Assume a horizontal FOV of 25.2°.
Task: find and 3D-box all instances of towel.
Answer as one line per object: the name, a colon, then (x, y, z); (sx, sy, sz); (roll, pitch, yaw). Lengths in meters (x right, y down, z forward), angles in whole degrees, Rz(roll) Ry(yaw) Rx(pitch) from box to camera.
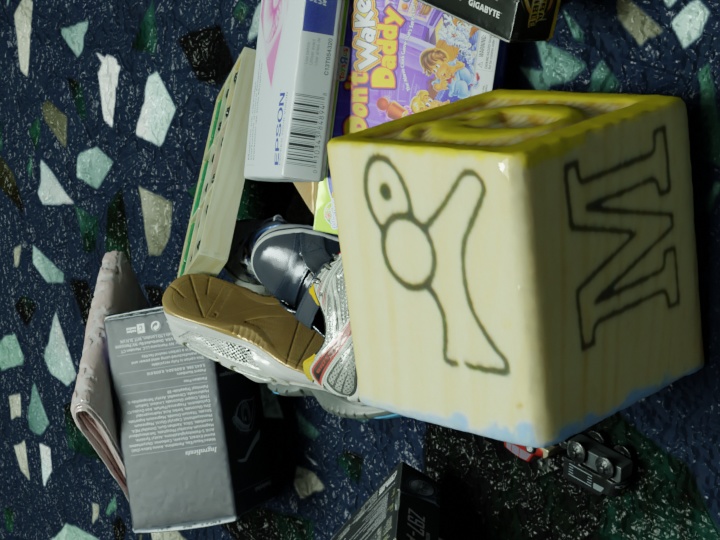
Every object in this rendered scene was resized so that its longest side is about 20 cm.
towel: (-0.222, 0.115, 1.545); (0.201, 0.032, 0.192); (-88, -15, -46)

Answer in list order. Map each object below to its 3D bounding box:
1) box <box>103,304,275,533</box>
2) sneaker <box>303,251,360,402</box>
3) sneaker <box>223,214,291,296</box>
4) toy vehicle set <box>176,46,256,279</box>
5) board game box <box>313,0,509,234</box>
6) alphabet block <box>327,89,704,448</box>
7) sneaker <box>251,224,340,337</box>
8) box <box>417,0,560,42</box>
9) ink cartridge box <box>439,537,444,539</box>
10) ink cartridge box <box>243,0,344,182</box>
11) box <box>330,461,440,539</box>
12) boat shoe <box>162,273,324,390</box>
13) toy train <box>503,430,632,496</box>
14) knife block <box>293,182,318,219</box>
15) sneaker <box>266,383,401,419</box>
box: (-0.157, 0.133, 1.511); (0.103, 0.148, 0.203); (-8, 87, 11)
sneaker: (0.000, 0.000, 1.248); (0.081, 0.078, 0.203); (9, 84, 13)
sneaker: (-0.075, -0.019, 1.445); (0.199, 0.085, 0.078); (20, 72, 47)
toy vehicle set: (-0.126, -0.087, 1.462); (0.124, 0.026, 0.202); (135, 148, -66)
board game box: (0.042, -0.121, 1.298); (0.133, 0.045, 0.203); (10, 101, 15)
alphabet block: (0.113, -0.012, 1.155); (0.194, 0.195, 0.203); (9, 112, 45)
sneaker: (-0.004, 0.029, 1.322); (0.198, 0.080, 0.079); (24, 118, 3)
box: (0.076, -0.275, 1.193); (0.199, 0.049, 0.162); (33, 121, 44)
ink cartridge box: (0.095, 0.307, 1.332); (0.199, 0.066, 0.117); (18, 108, 46)
ink cartridge box: (-0.063, -0.174, 1.351); (0.200, 0.043, 0.199); (-171, 87, -72)
box: (-0.009, 0.279, 1.337); (0.200, 0.043, 0.161); (-51, 16, 28)
boat shoe: (-0.077, 0.065, 1.393); (0.198, 0.071, 0.070); (21, 141, 18)
toy train: (0.137, 0.129, 1.291); (0.199, 0.034, 0.046); (27, 127, 42)
knife block: (0.012, -0.118, 1.371); (0.176, 0.063, 0.201); (-52, 58, 39)
sneaker: (-0.012, 0.081, 1.419); (0.199, 0.073, 0.083); (11, 98, 44)
